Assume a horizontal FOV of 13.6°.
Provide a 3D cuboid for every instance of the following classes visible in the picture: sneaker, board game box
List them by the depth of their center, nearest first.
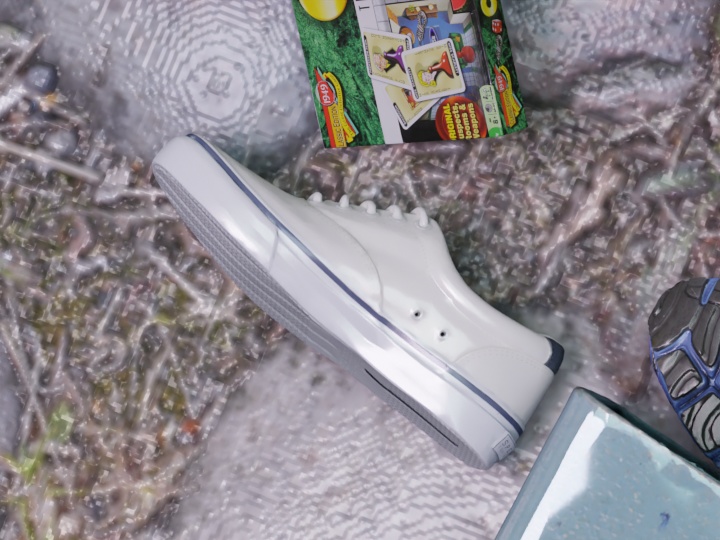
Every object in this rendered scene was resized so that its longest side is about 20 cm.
[{"bbox_3d":[0.197,0.080,1.263,0.200,0.078,0.075,42,85,-1],"label":"sneaker"},{"bbox_3d":[0.006,-0.152,1.291,0.104,0.023,0.201,-2,106,44],"label":"board game box"},{"bbox_3d":[0.000,0.000,1.312,0.200,0.073,0.071,40,76,1],"label":"sneaker"}]

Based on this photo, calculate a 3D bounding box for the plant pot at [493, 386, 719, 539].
[{"bbox_3d":[0.119,0.185,1.211,0.196,0.196,0.201,34,92,9],"label":"plant pot"}]
